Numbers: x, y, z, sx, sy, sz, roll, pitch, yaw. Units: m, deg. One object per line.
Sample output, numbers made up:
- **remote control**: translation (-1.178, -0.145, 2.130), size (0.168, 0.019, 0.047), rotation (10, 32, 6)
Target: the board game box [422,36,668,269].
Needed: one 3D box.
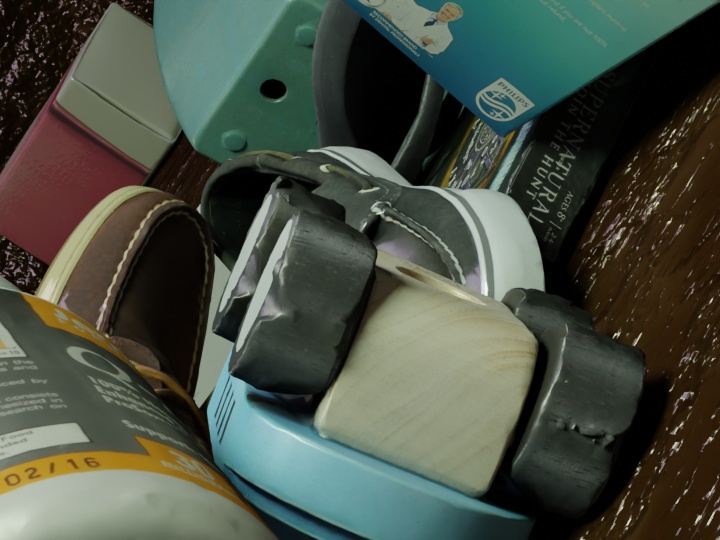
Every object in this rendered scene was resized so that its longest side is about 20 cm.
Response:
- **board game box**: translation (0.072, -0.072, 0.942), size (0.201, 0.028, 0.135), rotation (-62, 10, -23)

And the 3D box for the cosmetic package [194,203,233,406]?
- **cosmetic package**: translation (-0.050, -0.021, 1.348), size (0.200, 0.051, 0.151), rotation (-52, 9, 34)

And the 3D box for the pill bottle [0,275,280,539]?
- **pill bottle**: translation (-0.090, 0.070, 0.657), size (0.117, 0.116, 0.200), rotation (-57, 28, 5)

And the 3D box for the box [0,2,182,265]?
- **box**: translation (-0.235, -0.113, 2.399), size (0.200, 0.109, 0.128), rotation (-51, 11, 38)

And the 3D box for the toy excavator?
- **toy excavator**: translation (-0.018, 0.084, 0.756), size (0.194, 0.099, 0.201), rotation (-127, 60, -81)

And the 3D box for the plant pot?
- **plant pot**: translation (-0.007, -0.120, 1.183), size (0.142, 0.141, 0.201), rotation (-52, 18, 32)

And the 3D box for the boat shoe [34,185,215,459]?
- **boat shoe**: translation (-0.074, 0.063, 0.878), size (0.072, 0.072, 0.201), rotation (-5, 55, 36)

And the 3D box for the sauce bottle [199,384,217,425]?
- **sauce bottle**: translation (-0.059, 0.101, 0.955), size (0.200, 0.066, 0.066), rotation (-51, 12, 31)

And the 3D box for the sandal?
- **sandal**: translation (0.016, -0.052, 0.994), size (0.076, 0.043, 0.201), rotation (-50, -25, -39)

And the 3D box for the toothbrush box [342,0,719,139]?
- **toothbrush box**: translation (0.095, -0.151, 0.813), size (0.200, 0.085, 0.147), rotation (-33, 25, 47)

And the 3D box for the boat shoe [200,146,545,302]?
- **boat shoe**: translation (0.000, 0.000, 0.868), size (0.200, 0.056, 0.069), rotation (-151, 64, -68)
